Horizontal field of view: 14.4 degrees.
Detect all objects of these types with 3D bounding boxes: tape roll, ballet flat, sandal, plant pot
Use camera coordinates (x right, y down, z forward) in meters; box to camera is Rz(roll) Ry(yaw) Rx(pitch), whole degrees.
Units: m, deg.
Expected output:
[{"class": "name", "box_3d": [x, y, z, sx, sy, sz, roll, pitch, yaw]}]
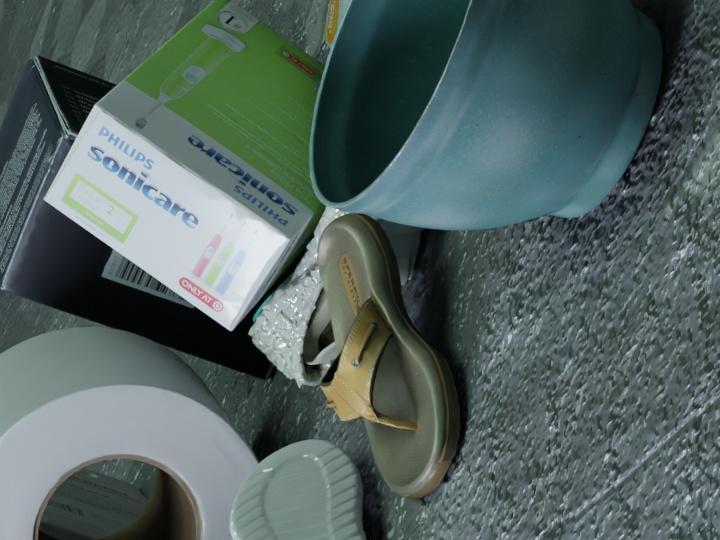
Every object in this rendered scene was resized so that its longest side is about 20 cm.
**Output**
[{"class": "tape roll", "box_3d": [-0.167, 0.149, 1.821, 0.203, 0.203, 0.139, -67, 19, 8]}, {"class": "ballet flat", "box_3d": [0.000, 0.000, 1.753, 0.072, 0.072, 0.200, -89, 25, -45]}, {"class": "sandal", "box_3d": [-0.027, 0.169, 1.642, 0.203, 0.082, 0.050, -110, 1, -60]}, {"class": "sandal", "box_3d": [0.002, 0.049, 1.638, 0.080, 0.054, 0.200, -58, 41, 41]}, {"class": "plant pot", "box_3d": [0.076, -0.105, 1.519, 0.200, 0.134, 0.200, -53, 25, 38]}]

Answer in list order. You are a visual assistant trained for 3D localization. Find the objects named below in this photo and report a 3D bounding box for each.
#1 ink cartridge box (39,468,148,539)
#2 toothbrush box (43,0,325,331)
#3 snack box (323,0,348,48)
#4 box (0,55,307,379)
[{"class": "ink cartridge box", "box_3d": [-0.202, 0.191, 2.005, 0.068, 0.116, 0.200, -67, 18, 7]}, {"class": "toothbrush box", "box_3d": [-0.085, -0.072, 1.804, 0.086, 0.146, 0.200, -57, -3, 31]}, {"class": "snack box", "box_3d": [0.029, -0.176, 1.740, 0.200, 0.053, 0.142, -118, 36, -64]}, {"class": "box", "box_3d": [-0.146, -0.039, 1.957, 0.124, 0.200, 0.197, -65, 19, 14]}]
